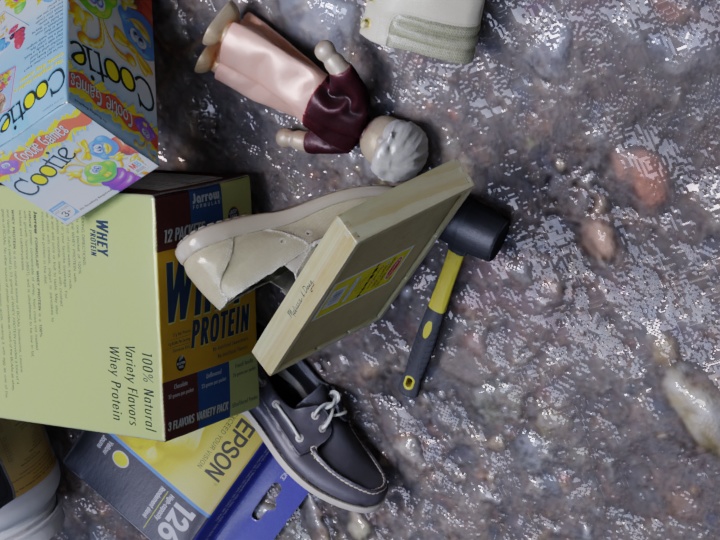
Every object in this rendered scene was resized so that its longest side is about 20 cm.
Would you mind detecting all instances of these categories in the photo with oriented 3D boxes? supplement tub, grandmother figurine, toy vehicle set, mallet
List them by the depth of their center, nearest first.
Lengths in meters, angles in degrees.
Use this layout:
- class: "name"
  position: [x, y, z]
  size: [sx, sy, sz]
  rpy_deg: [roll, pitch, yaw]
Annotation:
- class: "toy vehicle set"
  position: [0.000, 0.000, 1.531]
  size: [0.027, 0.124, 0.200]
  rpy_deg: [53, 143, 15]
- class: "grandmother figurine"
  position: [-0.033, -0.137, 1.563]
  size: [0.199, 0.061, 0.121]
  rpy_deg: [33, 151, 6]
- class: "mallet"
  position: [0.056, 0.019, 1.605]
  size: [0.066, 0.041, 0.201]
  rpy_deg: [34, 128, 9]
- class: "supplement tub"
  position: [-0.360, 0.159, 1.813]
  size: [0.143, 0.144, 0.202]
  rpy_deg: [-7, 110, 29]

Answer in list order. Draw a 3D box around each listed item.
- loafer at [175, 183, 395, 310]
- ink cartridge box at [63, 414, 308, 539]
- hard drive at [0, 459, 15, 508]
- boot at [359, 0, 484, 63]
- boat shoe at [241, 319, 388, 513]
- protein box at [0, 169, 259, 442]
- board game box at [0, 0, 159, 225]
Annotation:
- class: "loafer"
  position: [-0.046, -0.016, 1.556]
  size: [0.076, 0.198, 0.069]
  rpy_deg: [140, 113, -72]
- class: "ink cartridge box"
  position: [-0.149, 0.168, 1.772]
  size: [0.200, 0.047, 0.198]
  rpy_deg: [40, 123, 8]
- class: "hard drive"
  position: [-0.394, 0.149, 1.709]
  size: [0.199, 0.033, 0.141]
  rpy_deg: [-12, 106, 43]
- class: "boot"
  position: [0.017, -0.253, 1.472]
  size: [0.199, 0.072, 0.156]
  rpy_deg: [27, 125, 13]
- class: "boat shoe"
  position: [-0.047, 0.123, 1.682]
  size: [0.200, 0.073, 0.063]
  rpy_deg: [44, 128, 7]
- class: "protein box"
  position: [-0.204, 0.021, 1.639]
  size: [0.199, 0.135, 0.201]
  rpy_deg: [5, 102, 32]
- class: "board game box"
  position: [-0.230, -0.157, 1.545]
  size: [0.104, 0.201, 0.103]
  rpy_deg: [-29, 137, 26]
